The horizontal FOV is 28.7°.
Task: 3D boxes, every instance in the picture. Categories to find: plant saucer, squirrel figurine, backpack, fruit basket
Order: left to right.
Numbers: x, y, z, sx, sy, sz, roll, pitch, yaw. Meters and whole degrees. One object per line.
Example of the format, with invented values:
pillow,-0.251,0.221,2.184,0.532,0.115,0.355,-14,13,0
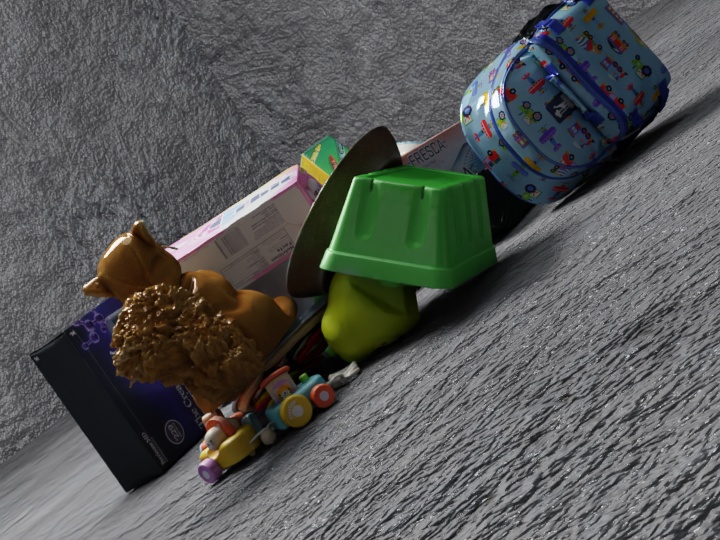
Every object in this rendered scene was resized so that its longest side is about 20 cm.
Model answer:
squirrel figurine,-0.176,0.041,1.371,0.142,0.187,0.200,-45,8,10
plant saucer,-0.009,-0.053,1.458,0.201,0.034,0.201,-54,-15,-22
fruit basket,0.041,0.003,1.399,0.154,0.218,0.216,9,23,18
backpack,0.217,-0.183,1.547,0.200,0.183,0.134,-41,2,-27

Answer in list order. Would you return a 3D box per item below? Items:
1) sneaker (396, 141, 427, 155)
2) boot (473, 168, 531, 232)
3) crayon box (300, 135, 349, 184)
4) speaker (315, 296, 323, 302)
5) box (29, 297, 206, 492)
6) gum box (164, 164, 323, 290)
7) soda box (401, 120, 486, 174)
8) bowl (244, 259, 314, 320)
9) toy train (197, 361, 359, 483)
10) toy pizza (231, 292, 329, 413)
sneaker,0.106,-0.104,1.841,0.076,0.082,0.199,-3,-15,38
boot,0.121,-0.064,1.681,0.162,0.074,0.198,-28,1,35
crayon box,-0.028,-0.068,1.902,0.058,0.118,0.201,-37,-27,-33
speaker,-0.070,0.050,1.788,0.199,0.089,0.088,-37,6,-26
box,-0.277,0.137,1.679,0.079,0.201,0.141,-30,8,38
gum box,-0.124,-0.033,1.523,0.199,0.066,0.114,-33,14,6
soda box,0.077,-0.114,1.691,0.200,0.069,0.063,-34,1,-44
bowl,-0.117,0.081,1.617,0.201,0.090,0.201,-45,-9,-9
toy train,-0.101,0.137,1.390,0.199,0.056,0.150,-33,6,22
toy pizza,-0.060,0.088,1.518,0.200,0.032,0.200,-44,-10,-9
